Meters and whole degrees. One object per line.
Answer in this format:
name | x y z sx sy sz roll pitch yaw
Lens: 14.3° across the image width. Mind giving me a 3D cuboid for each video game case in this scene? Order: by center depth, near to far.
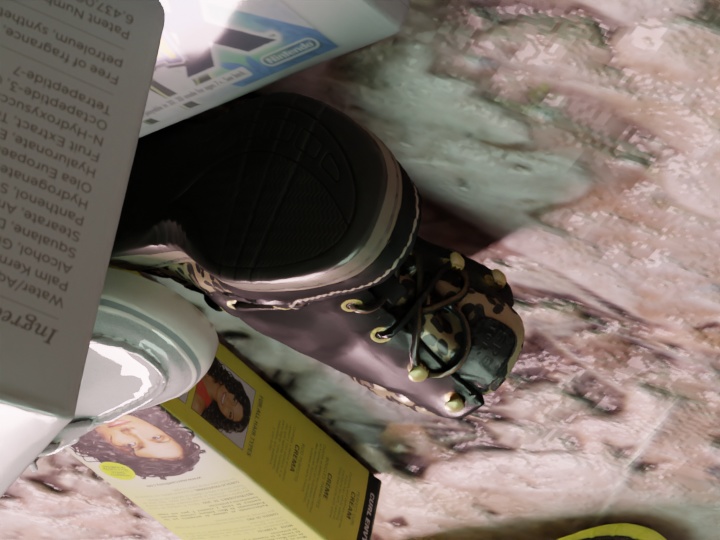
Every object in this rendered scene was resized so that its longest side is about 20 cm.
video game case | -0.114 -0.109 1.006 0.199 0.022 0.182 -18 138 40

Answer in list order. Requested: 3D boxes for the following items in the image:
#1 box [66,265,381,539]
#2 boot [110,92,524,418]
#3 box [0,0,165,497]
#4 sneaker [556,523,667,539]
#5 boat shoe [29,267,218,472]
box | -0.076 0.072 1.266 0.075 0.050 0.200 -11 143 34
boot | 0.000 0.000 1.071 0.150 0.074 0.200 28 164 -29
box | -0.201 -0.017 0.995 0.199 0.172 0.199 22 148 -17
sneaker | 0.069 0.173 1.361 0.199 0.074 0.084 -10 140 31
boat shoe | -0.137 0.049 1.133 0.199 0.069 0.072 -8 136 41
